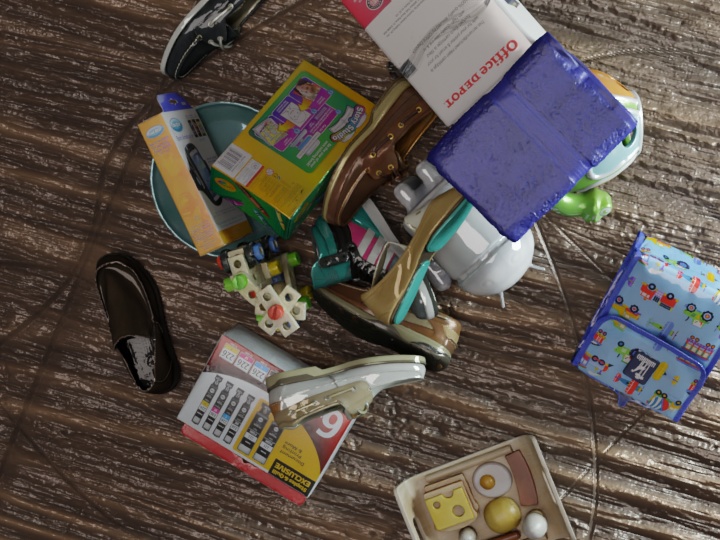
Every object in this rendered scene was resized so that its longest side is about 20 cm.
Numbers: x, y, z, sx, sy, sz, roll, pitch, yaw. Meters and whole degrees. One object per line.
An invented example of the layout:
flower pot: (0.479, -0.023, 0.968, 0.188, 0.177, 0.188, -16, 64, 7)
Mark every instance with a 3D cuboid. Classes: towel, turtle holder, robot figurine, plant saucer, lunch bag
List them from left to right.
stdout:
plant saucer: (-0.171, -0.118, 1.769, 0.199, 0.036, 0.201, 2, 99, 11)
robot figurine: (0.133, -0.050, 1.681, 0.200, 0.113, 0.170, 47, 117, 1)
towel: (0.191, -0.147, 1.542, 0.148, 0.050, 0.200, 45, 96, 0)
turtle holder: (0.265, -0.150, 1.631, 0.131, 0.141, 0.186, -7, 90, -5)
lunch bag: (0.361, 0.080, 1.682, 0.150, 0.094, 0.200, 27, 114, 5)

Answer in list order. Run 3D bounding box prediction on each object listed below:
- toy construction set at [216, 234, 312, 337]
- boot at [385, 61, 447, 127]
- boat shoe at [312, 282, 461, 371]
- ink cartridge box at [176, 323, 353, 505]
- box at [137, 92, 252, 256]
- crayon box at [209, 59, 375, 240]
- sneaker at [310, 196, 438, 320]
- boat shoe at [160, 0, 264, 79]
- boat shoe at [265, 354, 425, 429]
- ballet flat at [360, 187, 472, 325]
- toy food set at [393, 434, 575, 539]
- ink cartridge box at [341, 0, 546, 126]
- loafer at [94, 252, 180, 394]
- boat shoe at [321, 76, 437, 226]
toy construction set: (-0.114, 0.025, 1.695, 0.092, 0.200, 0.131, -18, 94, 2)
boot: (0.098, -0.298, 1.680, 0.174, 0.069, 0.200, -39, 82, 21)
boat shoe: (0.036, 0.055, 1.743, 0.200, 0.076, 0.074, 27, 70, 13)
ink cartridge box: (-0.124, 0.198, 1.780, 0.200, 0.084, 0.176, 30, 102, 5)
box: (-0.207, -0.122, 1.696, 0.041, 0.119, 0.200, -26, 92, 16)
crayon box: (-0.078, -0.149, 1.677, 0.119, 0.058, 0.200, 33, 65, 10)
sneaker: (0.000, 0.000, 1.690, 0.121, 0.084, 0.200, -30, 65, -12)
boat shoe: (-0.175, -0.314, 1.722, 0.060, 0.076, 0.200, 39, 104, 9)
boat shoe: (-0.014, 0.150, 1.691, 0.199, 0.075, 0.069, -10, 74, 1)
ballet flat: (0.064, -0.030, 1.607, 0.063, 0.069, 0.200, 35, 101, 16)
toy food set: (0.158, 0.310, 1.755, 0.200, 0.060, 0.144, -22, 94, 12)
ink cartridge box: (0.101, -0.292, 1.604, 0.145, 0.084, 0.200, -42, 87, 26)
loafer: (-0.294, 0.071, 1.800, 0.073, 0.071, 0.200, -23, 93, 13)
boat shoe: (0.024, -0.136, 1.658, 0.067, 0.072, 0.200, 33, 90, 18)
